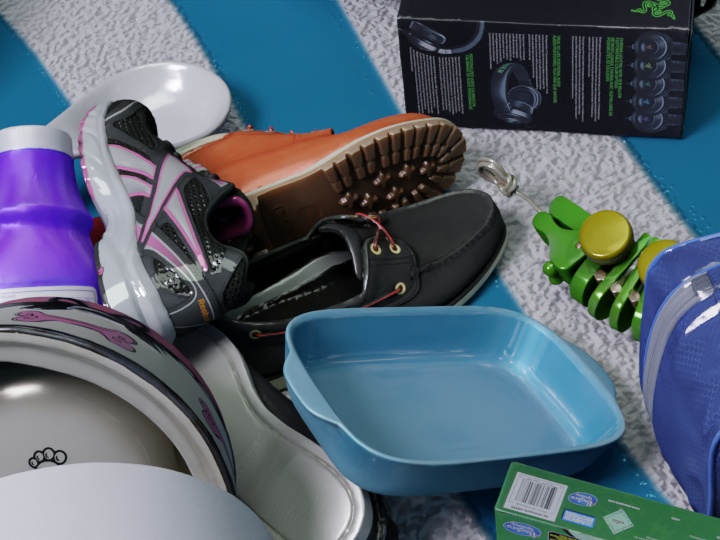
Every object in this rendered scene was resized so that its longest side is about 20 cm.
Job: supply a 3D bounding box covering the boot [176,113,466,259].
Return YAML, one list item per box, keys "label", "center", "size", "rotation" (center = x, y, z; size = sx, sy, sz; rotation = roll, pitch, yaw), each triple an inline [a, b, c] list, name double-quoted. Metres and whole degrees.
- label: "boot"
  center: [-0.036, -0.064, 0.943]
  size: [0.199, 0.075, 0.107]
  rotation: [-21, 43, -10]

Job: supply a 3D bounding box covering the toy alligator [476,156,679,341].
- label: "toy alligator"
  center: [0.134, -0.003, 0.869]
  size: [0.199, 0.059, 0.054]
  rotation: [30, 81, 30]

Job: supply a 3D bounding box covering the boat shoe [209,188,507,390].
- label: "boat shoe"
  center: [0.002, 0.002, 0.881]
  size: [0.200, 0.063, 0.074]
  rotation: [-26, 46, -18]

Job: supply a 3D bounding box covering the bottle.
- label: "bottle"
  center: [-0.178, 0.022, 0.826]
  size: [0.083, 0.065, 0.202]
  rotation: [-3, 75, -10]

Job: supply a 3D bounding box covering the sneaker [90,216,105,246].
- label: "sneaker"
  center: [-0.233, -0.007, 0.880]
  size: [0.199, 0.113, 0.071]
  rotation: [-31, 34, -20]

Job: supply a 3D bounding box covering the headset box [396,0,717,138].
- label: "headset box"
  center: [0.138, -0.183, 1.012]
  size: [0.198, 0.093, 0.175]
  rotation: [5, 48, 12]

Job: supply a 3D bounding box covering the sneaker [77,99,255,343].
- label: "sneaker"
  center: [-0.103, -0.029, 0.852]
  size: [0.086, 0.081, 0.201]
  rotation: [-17, 45, -2]

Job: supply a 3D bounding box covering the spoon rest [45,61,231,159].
- label: "spoon rest"
  center: [-0.169, -0.079, 0.981]
  size: [0.099, 0.061, 0.200]
  rotation: [30, 58, 31]

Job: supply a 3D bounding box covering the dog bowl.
- label: "dog bowl"
  center: [-0.150, 0.102, 0.725]
  size: [0.198, 0.202, 0.074]
  rotation: [-1, 24, 7]

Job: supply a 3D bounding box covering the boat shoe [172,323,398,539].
- label: "boat shoe"
  center: [-0.056, 0.092, 0.804]
  size: [0.199, 0.060, 0.074]
  rotation: [33, 85, 35]

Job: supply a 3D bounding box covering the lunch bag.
- label: "lunch bag"
  center: [0.243, 0.043, 0.754]
  size: [0.198, 0.136, 0.133]
  rotation: [-11, 47, -4]

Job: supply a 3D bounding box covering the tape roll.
- label: "tape roll"
  center: [-0.123, 0.173, 0.641]
  size: [0.201, 0.203, 0.071]
  rotation: [-15, 45, -7]

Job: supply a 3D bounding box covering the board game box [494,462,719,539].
- label: "board game box"
  center: [0.159, 0.159, 0.659]
  size: [0.198, 0.135, 0.029]
  rotation: [13, 49, 20]

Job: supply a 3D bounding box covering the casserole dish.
- label: "casserole dish"
  center: [0.045, 0.069, 0.781]
  size: [0.199, 0.039, 0.121]
  rotation: [0, 35, -34]
